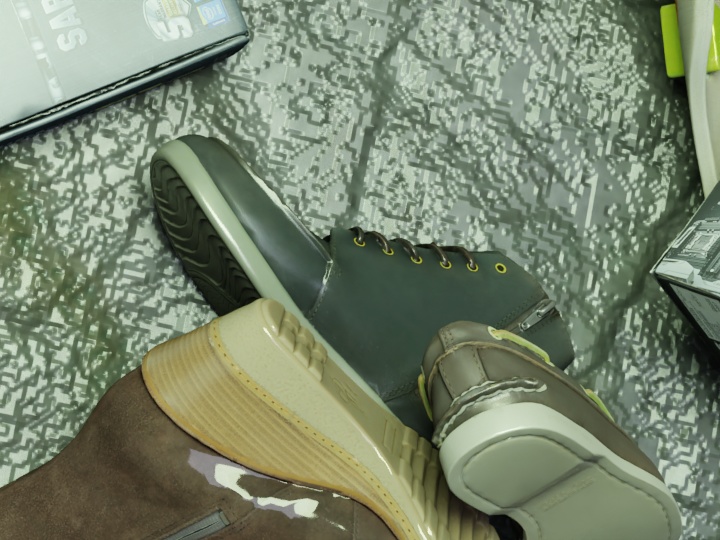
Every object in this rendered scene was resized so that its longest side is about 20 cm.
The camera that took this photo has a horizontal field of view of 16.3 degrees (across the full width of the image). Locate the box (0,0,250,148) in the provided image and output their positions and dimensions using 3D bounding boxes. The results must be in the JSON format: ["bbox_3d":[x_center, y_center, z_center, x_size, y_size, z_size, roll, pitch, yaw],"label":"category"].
[{"bbox_3d":[-0.157,-0.160,1.077,0.157,0.051,0.201,-22,90,-14],"label":"box"}]

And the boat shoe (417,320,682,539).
[{"bbox_3d":[0.081,0.080,1.058,0.072,0.200,0.060,-29,59,14],"label":"boat shoe"}]

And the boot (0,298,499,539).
[{"bbox_3d":[-0.042,0.124,1.050,0.166,0.072,0.200,-38,98,20],"label":"boot"}]

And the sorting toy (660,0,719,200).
[{"bbox_3d":[0.211,-0.087,1.144,0.199,0.107,0.182,-7,98,-26],"label":"sorting toy"}]

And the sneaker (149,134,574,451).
[{"bbox_3d":[0.000,0.000,1.093,0.106,0.075,0.200,-44,105,-18],"label":"sneaker"}]

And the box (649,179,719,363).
[{"bbox_3d":[0.232,0.005,1.109,0.158,0.050,0.200,-53,128,-14],"label":"box"}]
